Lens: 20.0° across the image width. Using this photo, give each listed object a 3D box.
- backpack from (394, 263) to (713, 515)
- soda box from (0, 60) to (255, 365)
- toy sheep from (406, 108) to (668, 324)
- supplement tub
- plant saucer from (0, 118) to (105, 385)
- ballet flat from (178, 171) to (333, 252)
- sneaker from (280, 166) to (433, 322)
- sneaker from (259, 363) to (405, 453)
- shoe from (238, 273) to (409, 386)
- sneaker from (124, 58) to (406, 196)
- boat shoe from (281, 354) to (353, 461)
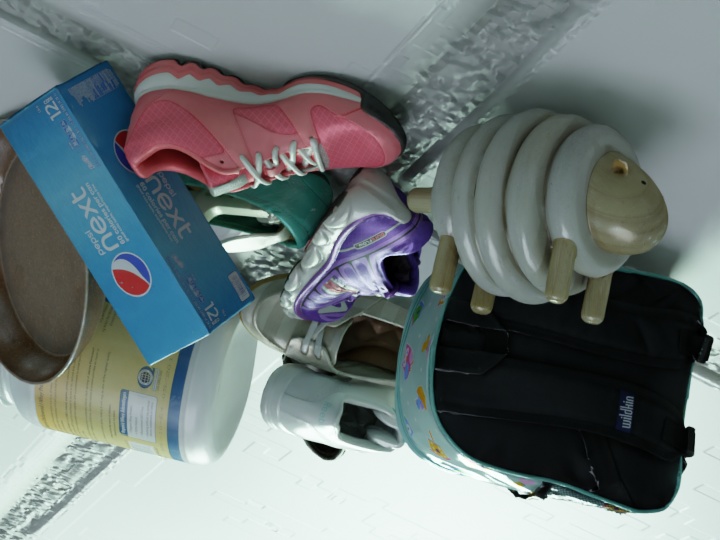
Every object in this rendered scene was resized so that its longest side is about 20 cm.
[{"bbox_3d":[0.122,0.072,1.434,0.199,0.176,0.153,14,172,-23],"label":"backpack"},{"bbox_3d":[-0.163,-0.040,1.435,0.068,0.064,0.200,-27,97,37],"label":"soda box"},{"bbox_3d":[0.109,-0.039,1.320,0.200,0.138,0.138,5,149,35],"label":"toy sheep"},{"bbox_3d":[-0.195,0.068,1.654,0.199,0.145,0.145,13,150,10],"label":"supplement tub"},{"bbox_3d":[-0.242,-0.015,1.538,0.034,0.201,0.200,-7,167,-36],"label":"plant saucer"},{"bbox_3d":[-0.120,-0.051,1.488,0.199,0.071,0.067,7,150,19],"label":"ballet flat"},{"bbox_3d":[0.000,0.000,1.468,0.083,0.081,0.200,37,157,2],"label":"sneaker"},{"bbox_3d":[0.013,0.119,1.618,0.088,0.075,0.200,18,-172,38],"label":"sneaker"},{"bbox_3d":[0.004,0.050,1.580,0.199,0.070,0.053,15,-175,-10],"label":"shoe"},{"bbox_3d":[-0.068,-0.082,1.389,0.199,0.087,0.074,8,149,17],"label":"sneaker"},{"bbox_3d":[-0.028,0.089,1.681,0.071,0.061,0.201,10,150,15],"label":"boat shoe"}]
